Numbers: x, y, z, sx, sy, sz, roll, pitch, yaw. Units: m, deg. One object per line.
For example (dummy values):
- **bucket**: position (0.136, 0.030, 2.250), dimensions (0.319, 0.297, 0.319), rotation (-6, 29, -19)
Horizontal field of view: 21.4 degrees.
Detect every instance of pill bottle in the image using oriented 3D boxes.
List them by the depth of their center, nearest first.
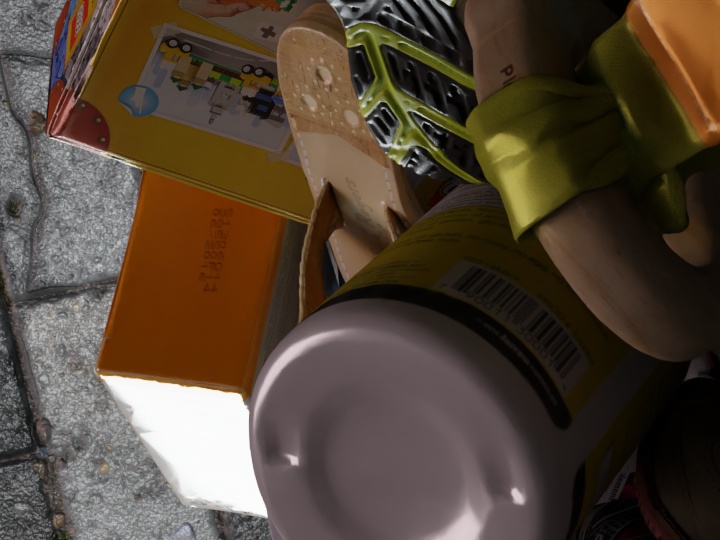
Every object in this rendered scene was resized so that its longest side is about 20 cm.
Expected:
- **pill bottle**: position (0.054, 0.028, 0.680), dimensions (0.200, 0.113, 0.115), rotation (-40, -55, -54)

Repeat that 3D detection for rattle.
- **rattle**: position (0.132, -0.039, 0.594), dimensions (0.199, 0.143, 0.131), rotation (34, -160, -36)

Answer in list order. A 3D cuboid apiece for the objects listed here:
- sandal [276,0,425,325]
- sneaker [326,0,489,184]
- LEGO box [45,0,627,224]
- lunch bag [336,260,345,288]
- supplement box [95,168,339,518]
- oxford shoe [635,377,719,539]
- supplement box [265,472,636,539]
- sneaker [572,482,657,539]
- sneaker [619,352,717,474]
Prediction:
- **sandal**: position (-0.004, -0.001, 0.764), dimensions (0.077, 0.070, 0.213), rotation (17, 140, 36)
- **sneaker**: position (0.018, -0.118, 0.621), dimensions (0.201, 0.075, 0.077), rotation (73, -151, -50)
- **LEGO box**: position (-0.011, -0.099, 0.793), dimensions (0.149, 0.198, 0.078), rotation (-55, 27, 38)
- **lunch bag**: position (0.056, 0.007, 0.972), dimensions (0.133, 0.134, 0.201), rotation (85, 175, -51)
- **supplement box**: position (-0.062, 0.032, 0.933), dimensions (0.200, 0.073, 0.127), rotation (75, -157, -64)
- **oxford shoe**: position (0.146, 0.082, 0.647), dimensions (0.200, 0.070, 0.075), rotation (-103, 33, -62)
- **supplement box**: position (0.060, 0.131, 0.880), dimensions (0.061, 0.198, 0.110), rotation (-54, -35, -47)
- **sneaker**: position (0.083, 0.128, 0.689), dimensions (0.075, 0.081, 0.199), rotation (38, -160, 24)
- **sneaker**: position (0.090, 0.000, 0.833), dimensions (0.082, 0.087, 0.202), rotation (89, 169, -66)
